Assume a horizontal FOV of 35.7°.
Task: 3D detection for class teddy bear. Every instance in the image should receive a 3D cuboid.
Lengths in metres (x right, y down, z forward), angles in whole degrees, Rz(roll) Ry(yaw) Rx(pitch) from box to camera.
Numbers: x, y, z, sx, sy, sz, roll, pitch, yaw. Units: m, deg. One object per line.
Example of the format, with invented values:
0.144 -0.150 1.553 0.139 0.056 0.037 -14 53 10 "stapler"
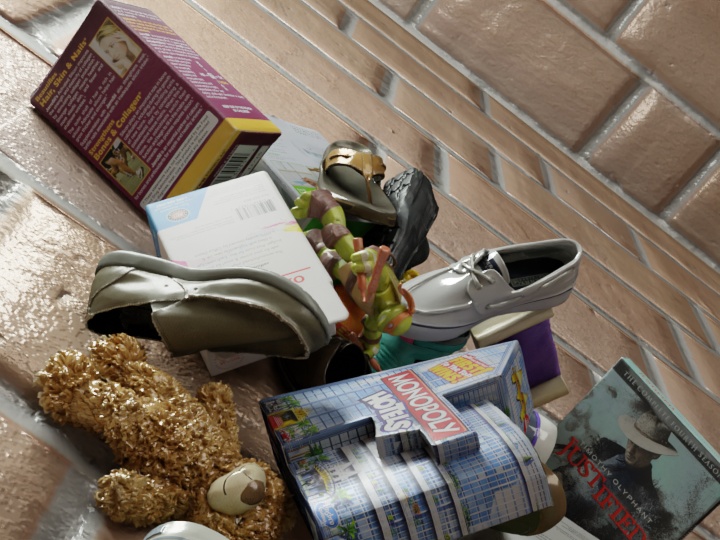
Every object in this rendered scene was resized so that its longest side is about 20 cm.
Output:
-0.126 0.114 0.748 0.145 0.067 0.200 7 37 -53 "teddy bear"

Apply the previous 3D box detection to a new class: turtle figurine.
0.000 0.000 0.972 0.161 0.064 0.200 50 -19 30 "turtle figurine"

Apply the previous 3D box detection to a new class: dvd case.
0.212 0.196 0.975 0.022 0.200 0.146 11 35 -54 "dvd case"

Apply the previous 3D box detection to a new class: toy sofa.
0.167 0.093 1.163 0.200 0.083 0.098 65 1 -57 "toy sofa"

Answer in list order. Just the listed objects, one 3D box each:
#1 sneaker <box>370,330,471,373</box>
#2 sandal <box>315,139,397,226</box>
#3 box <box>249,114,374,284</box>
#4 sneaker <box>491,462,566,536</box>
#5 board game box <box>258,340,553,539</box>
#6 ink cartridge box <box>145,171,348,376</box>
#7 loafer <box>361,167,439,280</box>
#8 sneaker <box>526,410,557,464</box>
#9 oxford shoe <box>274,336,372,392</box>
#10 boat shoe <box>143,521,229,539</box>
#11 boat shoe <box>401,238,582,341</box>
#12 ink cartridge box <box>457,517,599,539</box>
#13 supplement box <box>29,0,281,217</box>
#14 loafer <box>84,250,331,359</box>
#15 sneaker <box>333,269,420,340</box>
0.061 0.063 1.111 0.084 0.121 0.200 42 20 9 "sneaker"
-0.001 -0.102 1.149 0.082 0.055 0.200 15 25 -8 "sandal"
-0.073 -0.079 1.218 0.176 0.097 0.200 47 21 22 "box"
0.054 0.170 0.836 0.090 0.067 0.200 -20 14 -32 "sneaker"
0.046 0.117 0.785 0.200 0.200 0.062 -143 -143 -71 "board game box"
-0.096 0.012 0.944 0.115 0.068 0.200 -18 46 -15 "ink cartridge box"
0.043 -0.029 1.155 0.070 0.068 0.201 49 36 -22 "loafer"
0.076 0.128 0.990 0.146 0.081 0.200 28 -13 -6 "sneaker"
-0.023 0.087 0.967 0.073 0.084 0.200 27 21 -27 "oxford shoe"
-0.050 0.226 0.658 0.201 0.070 0.072 32 32 -10 "boat shoe"
0.115 0.008 1.041 0.200 0.065 0.074 -16 55 -23 "boat shoe"
0.136 0.266 0.859 0.147 0.083 0.200 36 19 -12 "ink cartridge box"
-0.201 -0.151 1.099 0.200 0.131 0.103 44 19 12 "supplement box"
-0.117 0.039 0.826 0.200 0.075 0.070 8 50 22 "loafer"
0.011 0.027 1.169 0.073 0.077 0.200 45 22 12 "sneaker"
